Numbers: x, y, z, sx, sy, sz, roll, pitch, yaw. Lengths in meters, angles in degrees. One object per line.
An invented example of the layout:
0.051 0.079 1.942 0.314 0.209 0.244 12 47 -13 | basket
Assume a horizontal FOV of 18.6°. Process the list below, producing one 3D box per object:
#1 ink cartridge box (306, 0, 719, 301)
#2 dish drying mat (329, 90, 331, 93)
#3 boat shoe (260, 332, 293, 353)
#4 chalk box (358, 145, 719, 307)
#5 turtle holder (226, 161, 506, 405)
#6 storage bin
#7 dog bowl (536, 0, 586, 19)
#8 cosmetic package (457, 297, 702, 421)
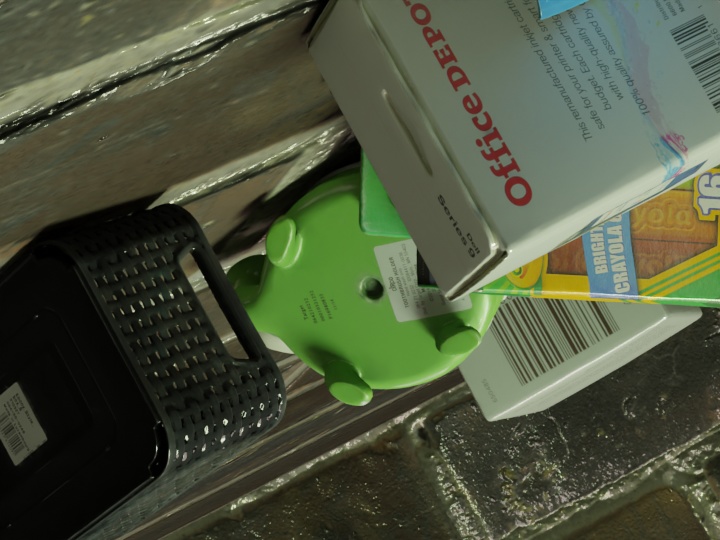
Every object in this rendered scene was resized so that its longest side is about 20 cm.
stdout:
0.097 -0.097 1.018 0.199 0.146 0.088 -27 172 -23 | ink cartridge box
0.082 -0.129 1.118 0.199 0.018 0.077 -19 169 -13 | dish drying mat
0.012 -0.004 1.587 0.200 0.070 0.072 -20 144 -20 | boat shoe
0.100 -0.047 1.204 0.199 0.125 0.124 2 -179 -13 | chalk box
0.010 0.006 1.362 0.186 0.141 0.132 -45 -178 28 | turtle holder
-0.151 0.069 1.187 0.094 0.136 0.200 -21 168 -48 | storage bin
0.113 -0.151 0.886 0.111 0.050 0.200 -26 180 4 | dog bowl
0.151 0.007 1.734 0.164 0.166 0.200 -31 171 13 | cosmetic package
